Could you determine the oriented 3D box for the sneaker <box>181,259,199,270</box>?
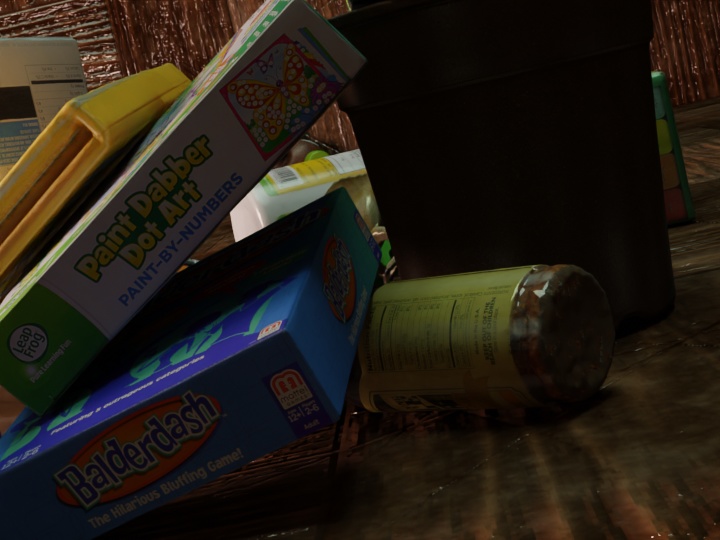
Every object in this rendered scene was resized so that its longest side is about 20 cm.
[{"bbox_3d":[-0.149,0.041,0.948,0.200,0.078,0.112,-2,20,-40],"label":"sneaker"}]

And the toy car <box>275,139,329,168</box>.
[{"bbox_3d":[-0.175,-0.257,2.734,0.158,0.200,0.164,-34,14,-13],"label":"toy car"}]

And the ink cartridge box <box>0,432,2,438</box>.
[{"bbox_3d":[-0.233,0.093,0.541,0.044,0.094,0.200,-8,9,35],"label":"ink cartridge box"}]

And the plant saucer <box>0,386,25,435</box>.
[{"bbox_3d":[-0.165,0.052,0.776,0.199,0.030,0.200,-8,26,4],"label":"plant saucer"}]

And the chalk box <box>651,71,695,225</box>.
[{"bbox_3d":[0.201,-0.093,1.121,0.123,0.125,0.200,-12,8,7],"label":"chalk box"}]

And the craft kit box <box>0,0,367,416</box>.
[{"bbox_3d":[-0.088,-0.042,0.628,0.198,0.048,0.200,-50,12,3],"label":"craft kit box"}]

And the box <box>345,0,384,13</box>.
[{"bbox_3d":[0.031,-0.250,0.722,0.124,0.201,0.149,-12,6,0],"label":"box"}]

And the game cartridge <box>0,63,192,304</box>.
[{"bbox_3d":[-0.172,-0.033,0.741,0.176,0.032,0.200,-46,4,14],"label":"game cartridge"}]

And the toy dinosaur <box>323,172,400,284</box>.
[{"bbox_3d":[0.012,-0.036,0.931,0.058,0.200,0.101,4,31,-50],"label":"toy dinosaur"}]

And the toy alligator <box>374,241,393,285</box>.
[{"bbox_3d":[0.000,0.000,1.056,0.054,0.059,0.200,41,36,26],"label":"toy alligator"}]

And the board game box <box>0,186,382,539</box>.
[{"bbox_3d":[-0.072,0.039,0.599,0.152,0.045,0.200,-27,14,13],"label":"board game box"}]

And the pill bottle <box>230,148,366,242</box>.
[{"bbox_3d":[-0.006,-0.050,1.204,0.199,0.111,0.111,-15,7,-18],"label":"pill bottle"}]

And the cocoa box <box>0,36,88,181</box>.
[{"bbox_3d":[-0.293,-0.072,0.928,0.199,0.132,0.133,-12,4,28],"label":"cocoa box"}]

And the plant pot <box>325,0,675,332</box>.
[{"bbox_3d":[0.087,-0.063,0.769,0.199,0.199,0.200,-13,8,2],"label":"plant pot"}]

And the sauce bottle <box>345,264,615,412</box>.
[{"bbox_3d":[0.023,0.036,0.648,0.200,0.066,0.066,-7,9,44],"label":"sauce bottle"}]
